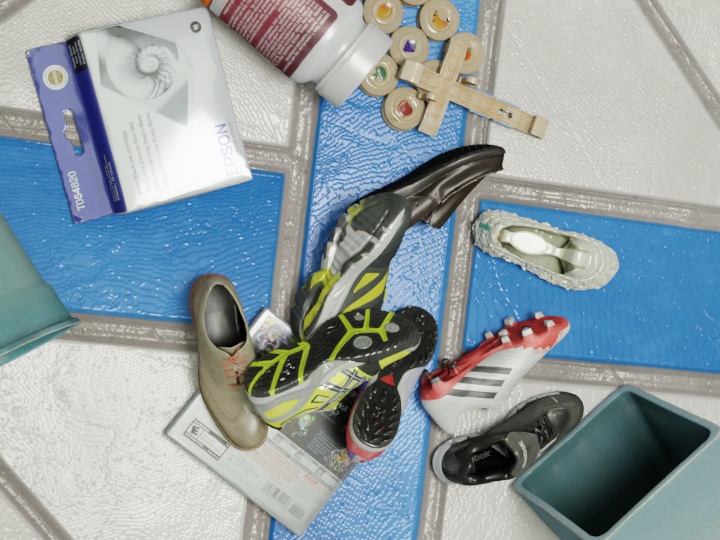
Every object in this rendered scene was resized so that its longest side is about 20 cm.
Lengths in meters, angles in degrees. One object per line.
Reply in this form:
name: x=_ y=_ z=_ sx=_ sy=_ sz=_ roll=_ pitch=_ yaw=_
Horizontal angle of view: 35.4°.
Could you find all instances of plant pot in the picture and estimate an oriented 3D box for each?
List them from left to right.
plant pot: x=-0.411 y=0.010 z=1.115 sx=0.200 sy=0.200 sz=0.196 roll=-26 pitch=92 yaw=-12
plant pot: x=0.342 y=0.290 z=1.331 sx=0.196 sy=0.196 sz=0.200 roll=-40 pitch=110 yaw=-10

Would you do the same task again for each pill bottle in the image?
pill bottle: x=-0.070 y=-0.276 z=1.216 sx=0.200 sy=0.114 sz=0.114 roll=40 pitch=82 yaw=-8

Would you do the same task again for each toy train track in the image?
toy train track: x=0.138 y=-0.198 z=1.314 sx=0.200 sy=0.033 sz=0.115 roll=19 pitch=91 yaw=-23

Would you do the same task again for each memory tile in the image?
memory tile: x=0.040 y=-0.277 z=1.304 sx=0.153 sy=0.017 sz=0.200 roll=-42 pitch=102 yaw=-10

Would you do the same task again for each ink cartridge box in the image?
ink cartridge box: x=-0.237 y=-0.168 z=1.221 sx=0.200 sy=0.041 sz=0.200 roll=-17 pitch=97 yaw=-14

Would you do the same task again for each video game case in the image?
video game case: x=-0.089 y=0.173 z=1.289 sx=0.200 sy=0.023 sz=0.182 roll=40 pitch=83 yaw=-13

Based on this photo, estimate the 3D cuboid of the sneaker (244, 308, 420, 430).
sneaker: x=-0.028 y=0.105 z=1.226 sx=0.200 sy=0.075 sz=0.077 roll=-20 pitch=131 yaw=-12

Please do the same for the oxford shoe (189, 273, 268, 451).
oxford shoe: x=-0.143 y=0.103 z=1.221 sx=0.070 sy=0.075 sz=0.200 roll=-18 pitch=95 yaw=-12

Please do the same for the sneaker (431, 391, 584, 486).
sneaker: x=0.187 y=0.205 z=1.330 sx=0.200 sy=0.090 sz=0.067 roll=-23 pitch=99 yaw=-13

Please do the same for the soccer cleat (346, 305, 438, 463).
soccer cleat: x=0.031 y=0.127 z=1.286 sx=0.068 sy=0.073 sz=0.200 roll=26 pitch=55 yaw=-3

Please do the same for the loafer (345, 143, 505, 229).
loafer: x=0.081 y=-0.084 z=1.302 sx=0.200 sy=0.073 sz=0.071 roll=-26 pitch=103 yaw=-3

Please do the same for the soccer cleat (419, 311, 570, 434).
soccer cleat: x=0.164 y=0.119 z=1.336 sx=0.200 sy=0.069 sz=0.085 roll=-28 pitch=108 yaw=-9

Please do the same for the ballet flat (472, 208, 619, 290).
ballet flat: x=0.228 y=-0.020 z=1.343 sx=0.200 sy=0.072 sz=0.072 roll=15 pitch=89 yaw=-16

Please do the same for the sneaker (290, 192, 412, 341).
sneaker: x=0.000 y=0.000 z=1.264 sx=0.085 sy=0.075 sz=0.200 roll=20 pitch=115 yaw=-42
